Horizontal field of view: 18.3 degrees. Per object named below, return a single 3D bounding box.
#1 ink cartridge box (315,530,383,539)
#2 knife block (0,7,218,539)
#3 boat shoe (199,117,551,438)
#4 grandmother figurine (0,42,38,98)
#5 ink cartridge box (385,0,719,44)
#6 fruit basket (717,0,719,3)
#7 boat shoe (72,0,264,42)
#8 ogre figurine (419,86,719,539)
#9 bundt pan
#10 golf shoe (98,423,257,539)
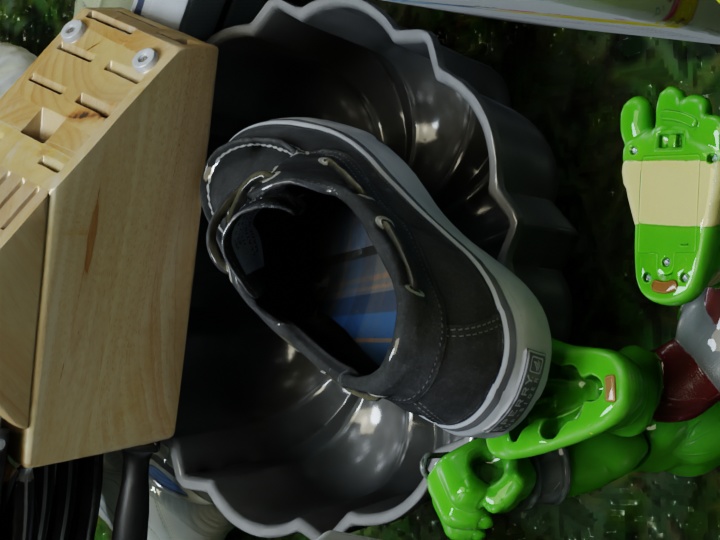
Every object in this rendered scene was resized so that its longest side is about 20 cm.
[{"bbox_3d":[0.045,0.130,0.690,0.161,0.200,0.051,9,97,10],"label":"ink cartridge box"},{"bbox_3d":[-0.102,0.027,0.849,0.064,0.176,0.200,26,70,43],"label":"knife block"},{"bbox_3d":[-0.015,-0.005,0.739,0.200,0.066,0.070,45,114,52],"label":"boat shoe"},{"bbox_3d":[-0.174,-0.071,0.945,0.200,0.121,0.061,10,71,63],"label":"grandmother figurine"},{"bbox_3d":[0.045,-0.159,0.731,0.145,0.199,0.148,10,95,37],"label":"ink cartridge box"},{"bbox_3d":[0.157,-0.163,0.624,0.155,0.215,0.217,-25,73,37],"label":"fruit basket"},{"bbox_3d":[-0.085,-0.093,0.900,0.062,0.072,0.200,51,141,16],"label":"boat shoe"},{"bbox_3d":[0.114,0.015,0.721,0.098,0.119,0.201,36,109,40],"label":"ogre figurine"},{"bbox_3d":[0.000,0.000,0.846,0.201,0.075,0.204,-1,88,40],"label":"bundt pan"},{"bbox_3d":[-0.122,0.054,0.954,0.200,0.078,0.098,48,127,35],"label":"golf shoe"}]
